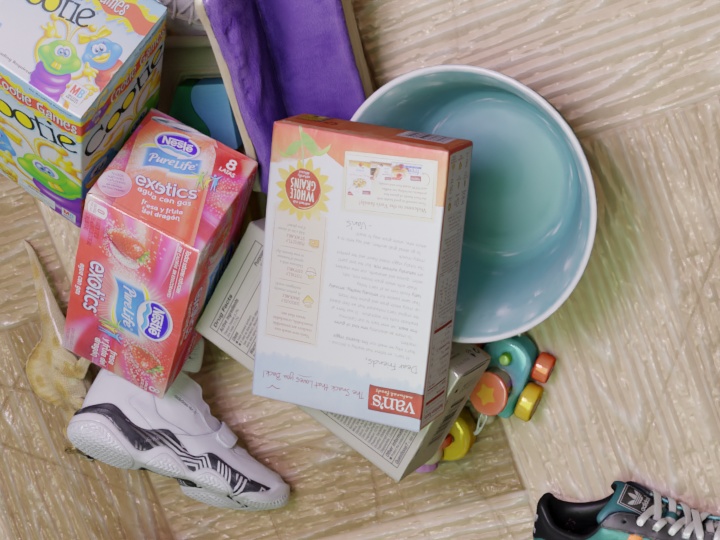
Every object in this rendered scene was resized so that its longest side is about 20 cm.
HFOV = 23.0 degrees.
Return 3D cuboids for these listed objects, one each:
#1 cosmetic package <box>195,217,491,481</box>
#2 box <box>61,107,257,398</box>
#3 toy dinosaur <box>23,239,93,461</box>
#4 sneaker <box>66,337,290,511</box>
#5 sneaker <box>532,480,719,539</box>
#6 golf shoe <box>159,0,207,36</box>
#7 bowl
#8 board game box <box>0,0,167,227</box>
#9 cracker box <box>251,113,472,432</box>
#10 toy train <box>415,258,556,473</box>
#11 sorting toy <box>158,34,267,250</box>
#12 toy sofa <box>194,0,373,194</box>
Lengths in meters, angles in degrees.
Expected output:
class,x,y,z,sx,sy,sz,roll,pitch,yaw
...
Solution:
class,x,y,z,sx,sy,sz,roll,pitch,yaw
cosmetic package,-0.014,0.055,1.333,0.199,0.073,0.104,37,112,15
box,-0.154,-0.010,1.336,0.094,0.103,0.201,27,141,4
toy dinosaur,-0.242,0.074,1.492,0.100,0.058,0.202,-5,104,25
sneaker,-0.134,0.120,1.446,0.199,0.116,0.075,24,158,-23
sneaker,0.221,0.201,1.333,0.198,0.071,0.081,-7,108,25
golf shoe,-0.148,-0.212,1.343,0.198,0.092,0.076,27,114,8
bowl,0.086,-0.059,1.287,0.199,0.105,0.203,6,108,20
board game box,-0.210,-0.131,1.258,0.104,0.103,0.200,34,159,4
cracker box,0.000,0.000,1.244,0.133,0.058,0.202,11,105,21
toy train,0.050,0.081,1.374,0.199,0.056,0.151,-27,95,27
sorting toy,-0.151,-0.088,1.390,0.183,0.037,0.202,1,120,22
toy sofa,-0.045,-0.151,1.276,0.082,0.098,0.201,3,134,20
